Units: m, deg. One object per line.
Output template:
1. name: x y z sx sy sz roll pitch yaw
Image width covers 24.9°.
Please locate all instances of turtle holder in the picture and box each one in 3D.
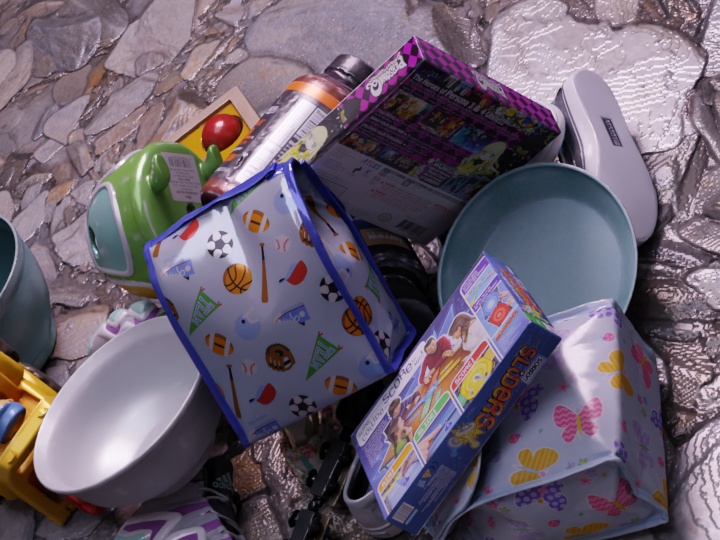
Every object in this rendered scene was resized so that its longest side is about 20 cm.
1. turtle holder: -0.189 -0.027 1.593 0.131 0.186 0.141 -22 17 31

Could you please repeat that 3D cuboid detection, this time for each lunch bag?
1. lunch bag: 0.141 0.138 1.347 0.199 0.127 0.170 -20 44 28
2. lunch bag: -0.073 0.021 1.428 0.169 0.201 0.124 -29 10 19

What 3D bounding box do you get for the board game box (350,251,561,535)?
1. board game box: 0.073 0.097 1.325 0.200 0.034 0.135 -55 24 14

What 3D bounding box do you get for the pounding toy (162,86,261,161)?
1. pounding toy: -0.135 -0.092 1.720 0.184 0.142 0.200 -37 42 2

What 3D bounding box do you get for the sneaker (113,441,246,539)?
1. sneaker: -0.130 0.222 1.494 0.199 0.078 0.140 9 61 39

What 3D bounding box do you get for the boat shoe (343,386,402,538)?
1. boat shoe: 0.040 0.137 1.456 0.072 0.069 0.201 12 62 41

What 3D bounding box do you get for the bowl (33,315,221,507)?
1. bowl: -0.197 0.146 1.507 0.200 0.090 0.202 -28 34 21

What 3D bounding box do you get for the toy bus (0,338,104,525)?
1. toy bus: -0.332 0.165 1.602 0.191 0.200 0.136 25 72 36

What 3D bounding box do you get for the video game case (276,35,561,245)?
1. video game case: 0.054 -0.110 1.466 0.181 0.199 0.036 -40 51 27

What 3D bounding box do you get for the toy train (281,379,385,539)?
1. toy train: -0.024 0.186 1.460 0.034 0.046 0.201 12 70 35

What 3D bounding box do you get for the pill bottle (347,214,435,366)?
1. pill bottle: 0.000 0.000 1.571 0.112 0.112 0.200 -34 42 5

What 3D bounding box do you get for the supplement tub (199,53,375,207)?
1. supplement tub: -0.054 -0.111 1.544 0.107 0.107 0.200 21 64 44

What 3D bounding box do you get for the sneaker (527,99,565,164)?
1. sneaker: 0.101 -0.146 1.583 0.200 0.130 0.080 16 90 62

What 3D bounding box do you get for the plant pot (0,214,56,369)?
1. plant pot: -0.420 0.055 1.796 0.199 0.134 0.201 -19 45 21

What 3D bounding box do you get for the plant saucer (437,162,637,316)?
1. plant saucer: 0.164 0.003 1.474 0.199 0.036 0.201 -9 72 31

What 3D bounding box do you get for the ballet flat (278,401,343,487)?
1. ballet flat: -0.055 0.116 1.545 0.075 0.064 0.200 -30 42 10

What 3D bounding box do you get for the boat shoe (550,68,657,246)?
1. boat shoe: 0.220 -0.095 1.539 0.068 0.071 0.201 -48 45 42

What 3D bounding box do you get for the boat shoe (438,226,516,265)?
1. boat shoe: 0.097 -0.058 1.591 0.072 0.060 0.202 -40 42 -2

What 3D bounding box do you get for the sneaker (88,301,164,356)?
1. sneaker: -0.191 0.097 1.634 0.199 0.078 0.140 -20 45 20
